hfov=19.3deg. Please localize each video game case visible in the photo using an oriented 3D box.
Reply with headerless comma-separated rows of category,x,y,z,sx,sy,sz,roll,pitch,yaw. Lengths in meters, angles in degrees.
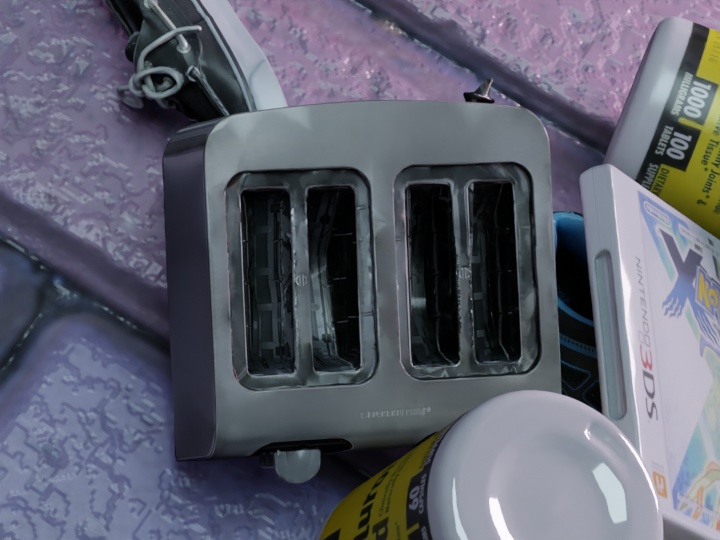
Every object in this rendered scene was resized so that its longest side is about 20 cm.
video game case,0.179,0.062,1.077,0.200,0.022,0.183,29,50,-47

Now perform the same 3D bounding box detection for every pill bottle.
pill bottle,0.042,0.137,0.968,0.111,0.200,0.112,11,63,-22
pill bottle,0.239,-0.055,1.158,0.199,0.113,0.113,20,61,4

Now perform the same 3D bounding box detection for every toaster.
toaster,0.000,0.000,1.045,0.180,0.119,0.201,-2,89,-15

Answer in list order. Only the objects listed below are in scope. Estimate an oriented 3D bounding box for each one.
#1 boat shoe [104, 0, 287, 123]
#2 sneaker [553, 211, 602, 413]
boat shoe,-0.098,-0.116,1.139,0.068,0.074,0.200,-23,76,-19
sneaker,0.131,0.062,1.101,0.073,0.082,0.200,-26,74,-25
